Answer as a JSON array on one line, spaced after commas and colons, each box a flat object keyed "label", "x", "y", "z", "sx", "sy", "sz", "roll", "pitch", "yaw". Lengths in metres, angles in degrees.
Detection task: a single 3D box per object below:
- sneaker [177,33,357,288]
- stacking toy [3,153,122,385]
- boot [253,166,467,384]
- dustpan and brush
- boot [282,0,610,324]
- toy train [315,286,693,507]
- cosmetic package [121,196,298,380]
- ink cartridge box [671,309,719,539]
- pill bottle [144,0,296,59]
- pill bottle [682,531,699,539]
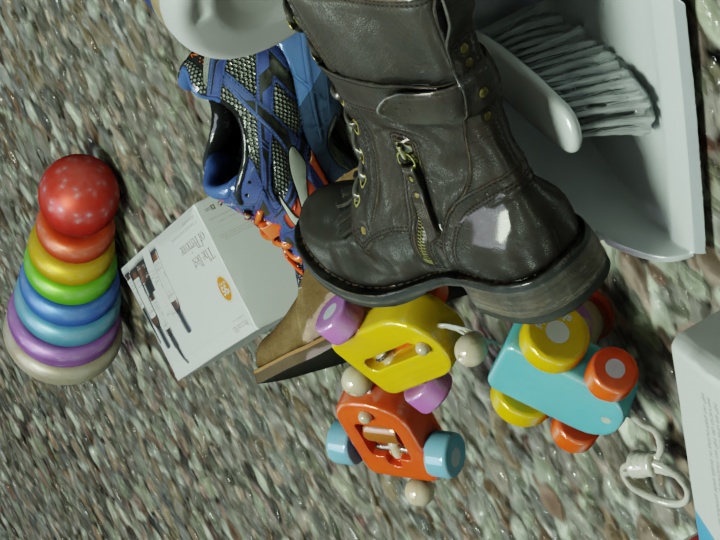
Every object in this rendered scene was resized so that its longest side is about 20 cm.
[{"label": "sneaker", "x": -0.044, "y": -0.046, "z": 1.393, "sx": 0.075, "sy": 0.078, "sz": 0.201, "roll": 28, "pitch": 141, "yaw": 58}, {"label": "stacking toy", "x": -0.195, "y": -0.006, "z": 1.823, "sx": 0.086, "sy": 0.085, "sz": 0.200, "roll": 53, "pitch": 153, "yaw": 22}, {"label": "boot", "x": 0.000, "y": 0.000, "z": 1.341, "sx": 0.200, "sy": 0.073, "sz": 0.076, "roll": -38, "pitch": 74, "yaw": 52}, {"label": "dustpan and brush", "x": 0.057, "y": -0.090, "z": 1.118, "sx": 0.200, "sy": 0.057, "sz": 0.140, "roll": 42, "pitch": 152, "yaw": 44}, {"label": "boot", "x": 0.010, "y": -0.067, "z": 1.114, "sx": 0.199, "sy": 0.069, "sz": 0.175, "roll": 8, "pitch": 137, "yaw": 51}, {"label": "toy train", "x": 0.061, "y": 0.053, "z": 1.249, "sx": 0.199, "sy": 0.056, "sz": 0.151, "roll": 2, "pitch": 143, "yaw": 34}, {"label": "cosmetic package", "x": -0.086, "y": 0.007, "z": 1.604, "sx": 0.083, "sy": 0.050, "sz": 0.200, "roll": 61, "pitch": 160, "yaw": 2}, {"label": "ink cartridge box", "x": 0.218, "y": 0.089, "z": 0.829, "sx": 0.200, "sy": 0.145, "sz": 0.148, "roll": 39, "pitch": 149, "yaw": 48}, {"label": "pill bottle", "x": -0.093, "y": -0.202, "z": 1.264, "sx": 0.200, "sy": 0.111, "sz": 0.111, "roll": 51, "pitch": 157, "yaw": 29}, {"label": "pill bottle", "x": 0.191, "y": 0.161, "z": 1.033, "sx": 0.117, "sy": 0.115, "sz": 0.200, "roll": 65, "pitch": 160, "yaw": -10}]
